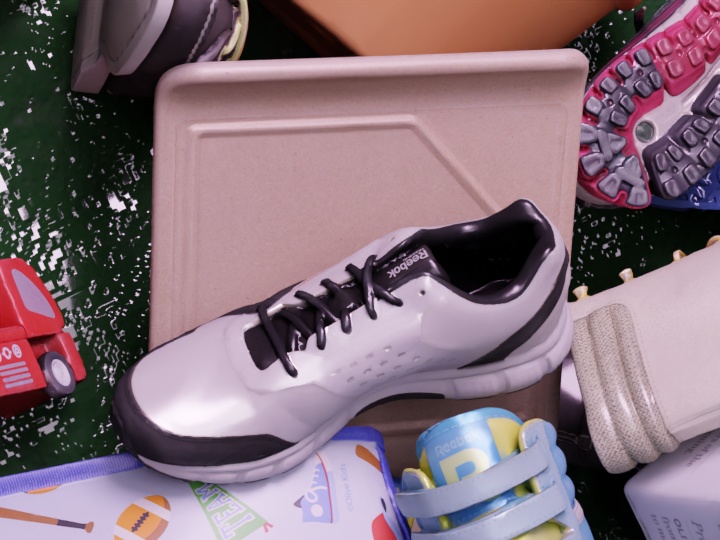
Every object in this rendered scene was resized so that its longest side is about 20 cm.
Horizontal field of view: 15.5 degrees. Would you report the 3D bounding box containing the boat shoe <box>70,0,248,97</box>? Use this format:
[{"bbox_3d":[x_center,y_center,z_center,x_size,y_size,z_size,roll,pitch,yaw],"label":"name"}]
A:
[{"bbox_3d":[-0.078,-0.109,1.099,0.060,0.201,0.072,8,86,-13],"label":"boat shoe"}]

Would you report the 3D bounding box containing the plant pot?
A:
[{"bbox_3d":[0.026,-0.154,1.152,0.200,0.200,0.140,40,89,-4],"label":"plant pot"}]

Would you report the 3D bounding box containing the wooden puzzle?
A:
[{"bbox_3d":[0.000,0.000,1.114,0.184,0.037,0.201,-3,115,-17],"label":"wooden puzzle"}]

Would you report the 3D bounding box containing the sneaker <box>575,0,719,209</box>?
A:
[{"bbox_3d":[0.160,-0.104,1.181,0.200,0.075,0.081,-38,96,-14],"label":"sneaker"}]

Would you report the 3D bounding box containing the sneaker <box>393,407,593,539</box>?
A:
[{"bbox_3d":[0.058,0.130,1.022,0.079,0.200,0.131,-21,111,4],"label":"sneaker"}]

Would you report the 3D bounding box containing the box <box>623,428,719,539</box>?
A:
[{"bbox_3d":[0.262,0.120,1.102,0.199,0.171,0.200,-36,108,-27],"label":"box"}]

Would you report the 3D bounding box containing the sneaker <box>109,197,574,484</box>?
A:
[{"bbox_3d":[-0.007,0.021,1.049,0.199,0.080,0.074,-19,57,-18],"label":"sneaker"}]

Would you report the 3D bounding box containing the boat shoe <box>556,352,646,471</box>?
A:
[{"bbox_3d":[0.150,0.063,1.202,0.199,0.057,0.067,13,76,-12],"label":"boat shoe"}]

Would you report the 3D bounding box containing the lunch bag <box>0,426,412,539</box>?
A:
[{"bbox_3d":[-0.067,0.162,1.066,0.199,0.124,0.170,-14,66,-2],"label":"lunch bag"}]

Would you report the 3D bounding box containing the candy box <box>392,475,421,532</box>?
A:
[{"bbox_3d":[-0.003,0.049,1.181,0.102,0.026,0.201,7,79,-17],"label":"candy box"}]

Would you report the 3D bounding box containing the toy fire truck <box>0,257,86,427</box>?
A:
[{"bbox_3d":[-0.198,0.003,1.065,0.049,0.200,0.141,-26,84,24],"label":"toy fire truck"}]

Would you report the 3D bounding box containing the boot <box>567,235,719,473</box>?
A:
[{"bbox_3d":[0.162,-0.002,1.128,0.154,0.200,0.072,-24,119,19],"label":"boot"}]

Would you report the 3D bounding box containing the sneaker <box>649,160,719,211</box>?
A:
[{"bbox_3d":[0.210,-0.063,1.241,0.199,0.078,0.070,-8,82,6],"label":"sneaker"}]
